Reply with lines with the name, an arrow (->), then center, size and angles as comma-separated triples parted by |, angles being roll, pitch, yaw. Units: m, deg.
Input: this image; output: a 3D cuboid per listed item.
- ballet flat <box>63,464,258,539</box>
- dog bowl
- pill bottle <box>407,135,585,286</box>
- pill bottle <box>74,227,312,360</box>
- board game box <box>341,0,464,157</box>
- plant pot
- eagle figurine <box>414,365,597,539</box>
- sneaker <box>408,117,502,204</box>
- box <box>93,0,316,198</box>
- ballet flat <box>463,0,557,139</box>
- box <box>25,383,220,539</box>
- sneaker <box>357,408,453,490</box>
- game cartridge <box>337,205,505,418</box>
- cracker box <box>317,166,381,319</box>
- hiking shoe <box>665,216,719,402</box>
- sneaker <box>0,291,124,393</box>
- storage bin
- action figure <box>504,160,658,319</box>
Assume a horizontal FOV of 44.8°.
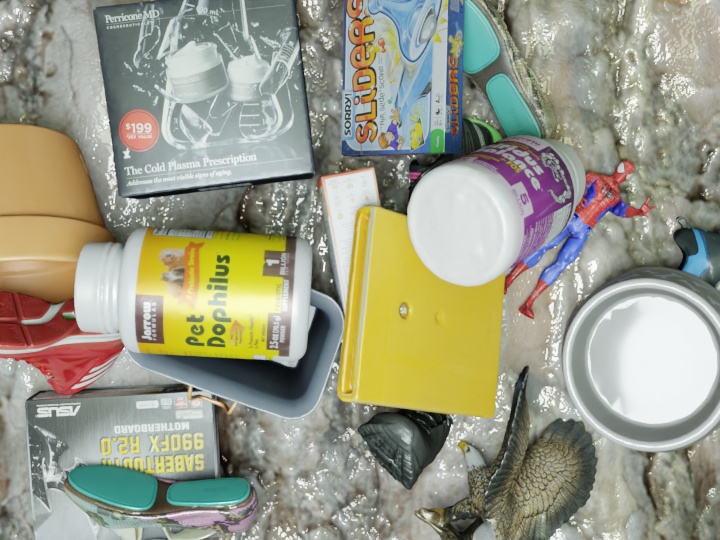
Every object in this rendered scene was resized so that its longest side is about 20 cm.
ballet flat -> -0.204, 0.246, 0.895 | 0.196, 0.069, 0.072 | 4, 114, -5
dog bowl -> 0.304, 0.097, 0.922 | 0.197, 0.058, 0.204 | 1, 92, 24
pill bottle -> 0.140, -0.067, 0.837 | 0.111, 0.199, 0.114 | 15, 116, 32
pill bottle -> -0.143, 0.020, 0.769 | 0.196, 0.109, 0.111 | 3, 94, -4
board game box -> 0.042, -0.220, 0.897 | 0.134, 0.034, 0.204 | 4, 95, 39
plant pot -> -0.340, -0.052, 0.855 | 0.196, 0.200, 0.143 | -7, 77, -3
eagle figurine -> 0.157, 0.222, 0.934 | 0.200, 0.152, 0.151 | -41, 76, 5
sneaker -> 0.076, -0.073, 0.929 | 0.083, 0.077, 0.202 | 30, 81, -14
box -> -0.153, -0.176, 0.891 | 0.196, 0.104, 0.186 | -8, 94, -4
ballet flat -> 0.147, -0.220, 0.930 | 0.201, 0.067, 0.075 | 56, 44, -9
box -> -0.251, 0.207, 0.940 | 0.196, 0.048, 0.161 | -2, 94, -4
sneaker -> 0.052, 0.164, 0.895 | 0.091, 0.200, 0.076 | -44, 77, -9
game cartridge -> 0.066, 0.046, 0.848 | 0.198, 0.032, 0.180 | 15, 77, -43
cracker box -> 0.000, 0.000, 0.900 | 0.057, 0.134, 0.204 | -10, 95, -4
hiking shoe -> 0.359, 0.050, 0.969 | 0.085, 0.074, 0.203 | 18, 90, 14
sneaker -> -0.326, 0.086, 0.873 | 0.197, 0.079, 0.116 | 2, 131, -36
storage bin -> -0.125, 0.063, 0.896 | 0.197, 0.134, 0.148 | 20, 93, -4
action figure -> 0.235, -0.039, 0.934 | 0.065, 0.099, 0.201 | 39, 88, -7
